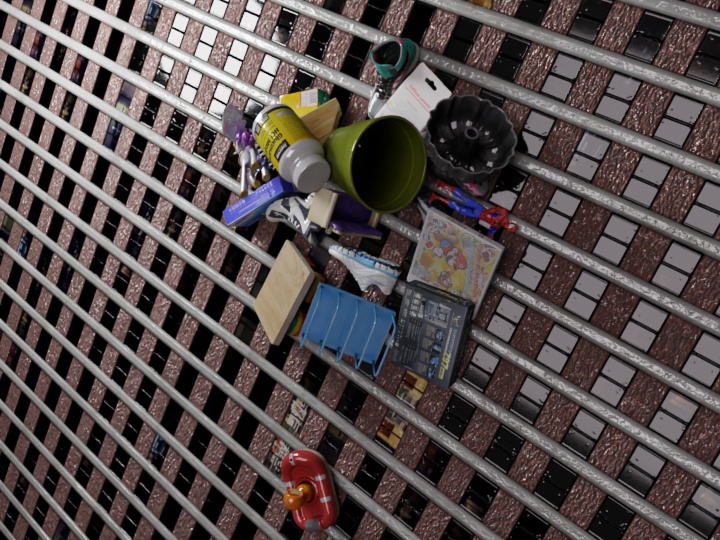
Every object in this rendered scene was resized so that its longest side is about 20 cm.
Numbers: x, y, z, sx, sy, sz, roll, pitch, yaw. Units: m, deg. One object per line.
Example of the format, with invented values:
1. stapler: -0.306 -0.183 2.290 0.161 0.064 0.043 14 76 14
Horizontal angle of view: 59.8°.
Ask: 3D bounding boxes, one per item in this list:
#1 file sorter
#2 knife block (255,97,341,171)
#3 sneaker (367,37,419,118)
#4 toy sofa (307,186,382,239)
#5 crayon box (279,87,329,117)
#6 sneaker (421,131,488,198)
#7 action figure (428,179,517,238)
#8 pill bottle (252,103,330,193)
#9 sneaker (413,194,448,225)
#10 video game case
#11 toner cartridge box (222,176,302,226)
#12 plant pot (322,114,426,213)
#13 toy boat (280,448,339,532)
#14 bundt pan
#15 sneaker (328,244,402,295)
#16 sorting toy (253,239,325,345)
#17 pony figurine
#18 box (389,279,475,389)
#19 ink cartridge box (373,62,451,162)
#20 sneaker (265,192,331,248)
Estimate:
1. file sorter: -0.029 0.138 1.441 0.197 0.123 0.141 22 101 -6
2. knife block: -0.152 -0.331 1.509 0.173 0.064 0.203 17 91 3
3. sneaker: 0.057 -0.447 1.446 0.083 0.120 0.202 33 105 24
4. toy sofa: -0.020 -0.132 1.442 0.097 0.199 0.084 27 104 33
5. crayon box: -0.141 -0.348 1.590 0.117 0.058 0.204 -2 89 29
6. sneaker: 0.197 -0.222 1.406 0.199 0.079 0.096 41 144 11
7. action figure: 0.239 -0.116 1.339 0.197 0.099 0.066 23 131 5
8. pill bottle: -0.150 -0.268 1.384 0.113 0.112 0.201 -49 58 19
9. sneaker: 0.170 -0.080 1.407 0.085 0.077 0.202 -41 74 29
10. video game case: 0.201 -0.013 1.361 0.180 0.023 0.202 31 131 20
11. toner cartridge box: -0.255 -0.177 1.631 0.198 0.095 0.044 -27 79 26
12. plant pot: 0.011 -0.243 1.377 0.192 0.198 0.204 25 103 53
13. toy boat: -0.141 0.548 1.542 0.129 0.130 0.203 -21 80 26
14. bundt pan: 0.228 -0.271 1.335 0.198 0.076 0.205 3 65 -6
15. sneaker: 0.000 0.000 1.505 0.198 0.075 0.088 25 107 27
16. sorting toy: -0.173 0.059 1.556 0.201 0.069 0.200 -61 32 12
17. pony figurine: -0.283 -0.318 1.618 0.194 0.164 0.202 -57 43 42
18. box: 0.158 0.142 1.407 0.156 0.051 0.203 21 112 28
19. ink cartridge box: 0.120 -0.358 1.441 0.200 0.067 0.118 -46 70 22
20. sneaker: -0.152 -0.115 1.581 0.196 0.079 0.132 -9 77 18
